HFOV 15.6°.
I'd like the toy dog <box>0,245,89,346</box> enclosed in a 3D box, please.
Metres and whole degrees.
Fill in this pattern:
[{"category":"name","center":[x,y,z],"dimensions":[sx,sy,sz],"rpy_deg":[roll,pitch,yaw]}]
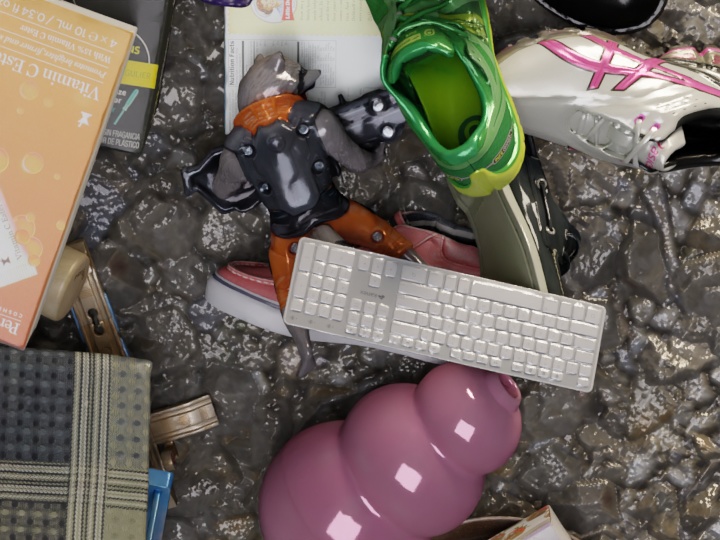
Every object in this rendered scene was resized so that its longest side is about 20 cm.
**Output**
[{"category":"toy dog","center":[-0.256,0.050,1.752],"dimensions":[0.131,0.096,0.201],"rpy_deg":[8,105,18]}]

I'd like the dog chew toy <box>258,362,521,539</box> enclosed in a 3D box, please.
[{"category":"dog chew toy","center":[0.026,0.134,1.760],"dimensions":[0.200,0.125,0.125],"rpy_deg":[-39,103,21]}]

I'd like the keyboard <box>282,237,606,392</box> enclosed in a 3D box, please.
[{"category":"keyboard","center":[0.053,0.028,1.637],"dimensions":[0.199,0.011,0.057],"rpy_deg":[13,82,-6]}]

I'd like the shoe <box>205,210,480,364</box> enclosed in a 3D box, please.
[{"category":"shoe","center":[0.000,0.000,1.761],"dimensions":[0.199,0.072,0.092],"rpy_deg":[12,105,-9]}]

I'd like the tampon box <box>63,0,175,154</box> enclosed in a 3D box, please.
[{"category":"tampon box","center":[-0.189,-0.196,1.669],"dimensions":[0.149,0.126,0.201],"rpy_deg":[9,106,-3]}]

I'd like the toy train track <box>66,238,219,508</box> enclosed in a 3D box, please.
[{"category":"toy train track","center":[-0.168,0.077,1.800],"dimensions":[0.114,0.033,0.201],"rpy_deg":[-17,105,5]}]

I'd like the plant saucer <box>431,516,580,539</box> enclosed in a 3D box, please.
[{"category":"plant saucer","center":[0.095,0.261,1.854],"dimensions":[0.199,0.037,0.202],"rpy_deg":[0,107,-1]}]

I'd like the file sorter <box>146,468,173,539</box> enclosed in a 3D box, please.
[{"category":"file sorter","center":[-0.238,0.201,1.761],"dimensions":[0.199,0.123,0.139],"rpy_deg":[11,146,-3]}]

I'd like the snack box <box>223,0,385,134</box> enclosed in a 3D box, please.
[{"category":"snack box","center":[-0.032,-0.189,1.718],"dimensions":[0.115,0.037,0.201],"rpy_deg":[1,107,-1]}]

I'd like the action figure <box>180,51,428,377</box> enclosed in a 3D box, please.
[{"category":"action figure","center":[-0.010,-0.058,1.681],"dimensions":[0.199,0.105,0.194],"rpy_deg":[-28,94,5]}]

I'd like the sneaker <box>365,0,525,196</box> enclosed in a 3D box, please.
[{"category":"sneaker","center":[0.046,-0.145,1.640],"dimensions":[0.074,0.084,0.201],"rpy_deg":[-28,71,12]}]

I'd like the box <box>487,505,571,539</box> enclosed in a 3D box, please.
[{"category":"box","center":[0.057,0.231,1.806],"dimensions":[0.199,0.039,0.042],"rpy_deg":[-31,103,9]}]

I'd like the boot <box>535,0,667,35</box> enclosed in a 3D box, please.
[{"category":"boot","center":[0.109,-0.208,1.649],"dimensions":[0.210,0.158,0.080],"rpy_deg":[33,104,-9]}]

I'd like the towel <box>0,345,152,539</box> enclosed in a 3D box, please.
[{"category":"towel","center":[-0.231,0.148,1.684],"dimensions":[0.191,0.035,0.201],"rpy_deg":[4,76,-7]}]

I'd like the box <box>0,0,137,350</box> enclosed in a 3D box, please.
[{"category":"box","center":[-0.223,-0.071,1.571],"dimensions":[0.124,0.097,0.201],"rpy_deg":[19,95,-6]}]

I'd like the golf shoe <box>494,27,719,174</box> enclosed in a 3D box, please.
[{"category":"golf shoe","center":[0.170,-0.105,1.691],"dimensions":[0.199,0.092,0.073],"rpy_deg":[1,129,-14]}]

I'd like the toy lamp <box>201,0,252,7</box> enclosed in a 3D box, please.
[{"category":"toy lamp","center":[-0.072,-0.266,1.648],"dimensions":[0.058,0.058,0.201],"rpy_deg":[9,104,-3]}]

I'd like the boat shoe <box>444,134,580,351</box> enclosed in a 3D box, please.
[{"category":"boat shoe","center":[0.110,-0.023,1.715],"dimensions":[0.066,0.200,0.075],"rpy_deg":[-6,149,-27]}]
